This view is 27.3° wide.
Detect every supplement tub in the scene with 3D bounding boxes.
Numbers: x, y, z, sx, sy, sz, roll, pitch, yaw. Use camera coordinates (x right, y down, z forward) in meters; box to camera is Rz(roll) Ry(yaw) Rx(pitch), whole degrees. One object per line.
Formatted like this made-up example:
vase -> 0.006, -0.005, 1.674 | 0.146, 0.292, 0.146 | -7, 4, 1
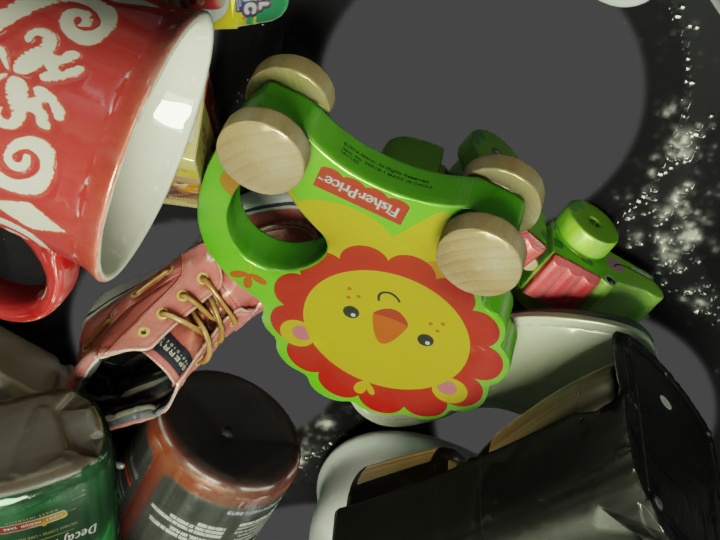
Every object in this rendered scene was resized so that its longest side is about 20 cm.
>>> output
supplement tub -> -0.125, 0.167, 1.004 | 0.107, 0.107, 0.200 | 24, 126, -12

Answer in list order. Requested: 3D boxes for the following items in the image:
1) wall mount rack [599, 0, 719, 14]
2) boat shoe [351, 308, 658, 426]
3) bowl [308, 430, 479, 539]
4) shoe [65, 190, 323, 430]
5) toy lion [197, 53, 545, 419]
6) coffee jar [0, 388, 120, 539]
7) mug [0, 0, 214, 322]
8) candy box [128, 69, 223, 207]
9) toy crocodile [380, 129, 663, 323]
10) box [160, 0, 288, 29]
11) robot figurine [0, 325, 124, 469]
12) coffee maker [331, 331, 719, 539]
wall mount rack -> 0.141, -0.195, 0.684 | 0.173, 0.074, 0.201 | 32, 134, 29
boat shoe -> 0.087, 0.049, 0.899 | 0.199, 0.062, 0.073 | -10, 113, 29
bowl -> 0.041, 0.210, 0.987 | 0.200, 0.090, 0.202 | 18, 134, 20
shoe -> -0.097, 0.027, 0.904 | 0.200, 0.091, 0.072 | -29, 119, 24
toy lion -> 0.000, 0.000, 0.822 | 0.199, 0.069, 0.192 | 25, 135, -5
coffee jar -> -0.188, 0.173, 0.894 | 0.104, 0.085, 0.201 | -15, 130, -14
mug -> -0.193, -0.074, 0.692 | 0.199, 0.133, 0.178 | 22, 93, 1
candy box -> -0.180, -0.083, 0.816 | 0.199, 0.056, 0.115 | 9, 169, 0
toy crocodile -> 0.091, -0.019, 0.869 | 0.200, 0.062, 0.068 | 32, 124, -18
box -> -0.138, -0.185, 0.777 | 0.199, 0.048, 0.118 | 1, 127, 8
robot figurine -> -0.251, 0.090, 0.953 | 0.200, 0.113, 0.169 | 31, 157, -17
coffee maker -> 0.086, 0.150, 0.800 | 0.200, 0.192, 0.135 | -30, 100, 26
